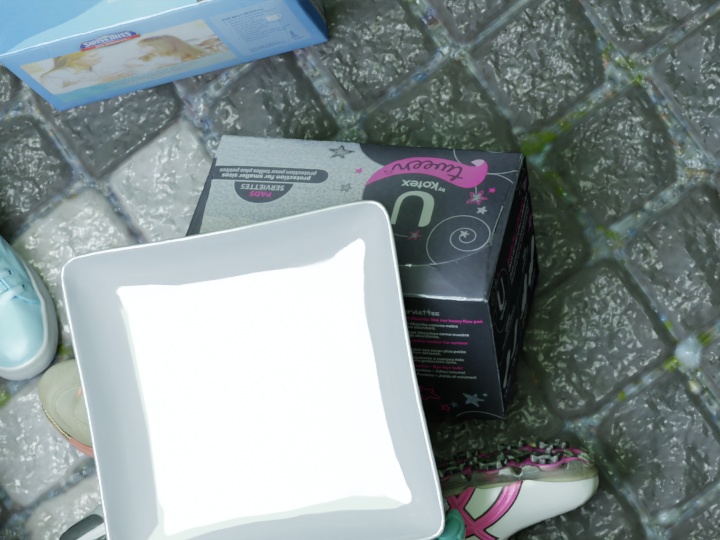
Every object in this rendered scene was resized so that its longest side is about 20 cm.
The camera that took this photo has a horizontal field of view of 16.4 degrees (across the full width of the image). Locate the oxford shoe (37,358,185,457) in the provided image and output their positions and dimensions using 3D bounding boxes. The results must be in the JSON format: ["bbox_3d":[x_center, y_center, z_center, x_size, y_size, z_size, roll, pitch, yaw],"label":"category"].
[{"bbox_3d":[-0.149,0.077,1.571,0.200,0.074,0.071,10,58,49],"label":"oxford shoe"}]

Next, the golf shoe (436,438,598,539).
[{"bbox_3d":[0.059,0.162,1.550,0.199,0.073,0.092,-17,95,19],"label":"golf shoe"}]

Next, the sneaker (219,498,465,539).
[{"bbox_3d":[-0.031,0.185,1.507,0.199,0.078,0.092,3,119,23],"label":"sneaker"}]

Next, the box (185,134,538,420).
[{"bbox_3d":[0.000,0.000,1.550,0.199,0.115,0.132,5,49,13],"label":"box"}]

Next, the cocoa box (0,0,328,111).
[{"bbox_3d":[-0.138,-0.202,1.637,0.199,0.133,0.132,-14,76,10],"label":"cocoa box"}]

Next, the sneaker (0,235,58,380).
[{"bbox_3d":[-0.273,-0.016,1.654,0.074,0.082,0.200,-36,73,4],"label":"sneaker"}]

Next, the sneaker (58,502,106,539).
[{"bbox_3d":[-0.108,0.132,1.598,0.200,0.074,0.079,-32,53,4],"label":"sneaker"}]

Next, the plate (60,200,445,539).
[{"bbox_3d":[-0.062,0.073,1.459,0.199,0.032,0.201,-11,90,8],"label":"plate"}]
